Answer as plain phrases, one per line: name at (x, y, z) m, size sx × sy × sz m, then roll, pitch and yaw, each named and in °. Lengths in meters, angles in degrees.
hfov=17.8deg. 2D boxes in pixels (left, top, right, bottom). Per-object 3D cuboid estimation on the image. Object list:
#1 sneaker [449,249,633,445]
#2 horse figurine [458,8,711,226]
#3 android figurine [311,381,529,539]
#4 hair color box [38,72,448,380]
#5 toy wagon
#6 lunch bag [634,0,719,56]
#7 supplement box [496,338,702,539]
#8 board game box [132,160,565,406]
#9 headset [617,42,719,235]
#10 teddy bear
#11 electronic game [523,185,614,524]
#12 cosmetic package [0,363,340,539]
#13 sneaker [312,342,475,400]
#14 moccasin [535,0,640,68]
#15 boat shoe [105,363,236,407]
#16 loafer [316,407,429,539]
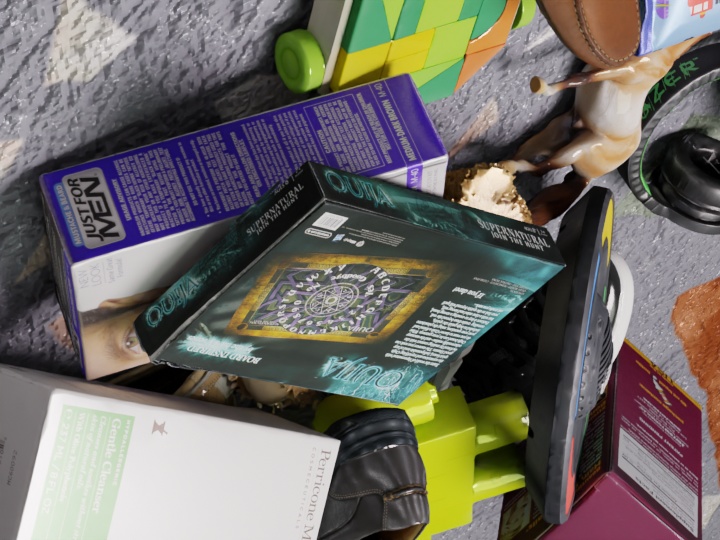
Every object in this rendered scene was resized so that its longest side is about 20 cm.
sneaker at (0.091, 0.067, 1.505) m, size 0.111 × 0.073 × 0.200 m, roll -2°, pitch 135°, yaw -52°
horse figurine at (0.135, -0.096, 1.358) m, size 0.132 × 0.050 × 0.201 m, roll -12°, pitch 140°, yaw -36°
android figurine at (0.005, 0.127, 1.390) m, size 0.198 × 0.041 × 0.183 m, roll -16°, pitch 148°, yaw -7°
hair color box at (-0.058, -0.022, 1.180) m, size 0.198 × 0.065 × 0.110 m, roll -16°, pitch 148°, yaw -12°
toy wagon at (0.030, -0.131, 1.198) m, size 0.154 × 0.040 × 0.201 m, roll -20°, pitch 145°, yaw -31°
lunch bag at (0.192, -0.234, 1.210) m, size 0.150 × 0.094 × 0.201 m, roll -20°, pitch 137°, yaw -26°
supplement box at (0.158, 0.143, 1.512) m, size 0.110 × 0.086 × 0.200 m, roll -45°, pitch -168°, yaw 23°
board game box at (-0.003, 0.011, 1.180) m, size 0.135 × 0.028 × 0.199 m, roll -41°, pitch 148°, yaw 26°
headset at (0.239, -0.084, 1.497) m, size 0.123 × 0.094 × 0.199 m, roll -44°, pitch 136°, yaw 16°
teddy bear at (0.000, 0.000, 1.309) m, size 0.200 × 0.067 × 0.145 m, roll -44°, pitch 123°, yaw 1°
electronic game at (0.129, 0.050, 1.366) m, size 0.200 × 0.041 × 0.202 m, roll 8°, pitch 90°, yaw -82°
cosmetic package at (-0.118, 0.118, 1.224) m, size 0.199 × 0.085 × 0.109 m, roll 12°, pitch 91°, yaw -41°
sneaker at (-0.003, 0.079, 1.431) m, size 0.115 × 0.075 × 0.201 m, roll -10°, pitch 131°, yaw -33°
moccasin at (0.123, -0.190, 1.130) m, size 0.074 × 0.077 × 0.203 m, roll -41°, pitch 137°, yaw -46°
boat shoe at (-0.156, 0.094, 1.281) m, size 0.199 × 0.071 × 0.077 m, roll -32°, pitch 139°, yaw -32°
loafer at (-0.009, 0.162, 1.328) m, size 0.072 × 0.073 × 0.201 m, roll -10°, pitch 147°, yaw -21°
